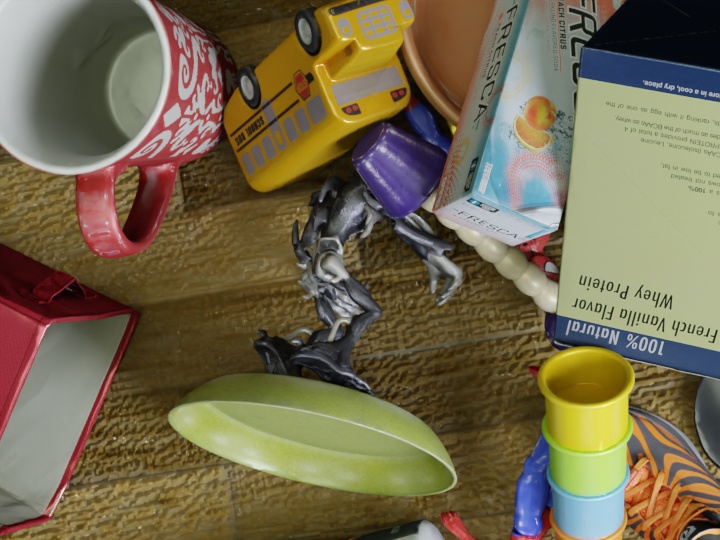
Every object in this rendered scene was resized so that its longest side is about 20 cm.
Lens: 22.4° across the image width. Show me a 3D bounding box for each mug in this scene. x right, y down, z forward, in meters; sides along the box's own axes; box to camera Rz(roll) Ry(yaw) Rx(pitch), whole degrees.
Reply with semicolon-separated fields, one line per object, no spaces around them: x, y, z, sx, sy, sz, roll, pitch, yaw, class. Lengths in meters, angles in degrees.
-0.170;-0.110;1.244;0.133;0.200;0.178;23;97;11;mug

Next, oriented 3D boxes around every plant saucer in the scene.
-0.030;0.109;1.230;0.200;0.200;0.031;8;70;13;plant saucer
0.112;-0.172;1.222;0.200;0.037;0.201;3;81;-20;plant saucer

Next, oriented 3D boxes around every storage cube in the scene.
-0.293;0.071;1.292;0.180;0.171;0.200;25;97;13;storage cube

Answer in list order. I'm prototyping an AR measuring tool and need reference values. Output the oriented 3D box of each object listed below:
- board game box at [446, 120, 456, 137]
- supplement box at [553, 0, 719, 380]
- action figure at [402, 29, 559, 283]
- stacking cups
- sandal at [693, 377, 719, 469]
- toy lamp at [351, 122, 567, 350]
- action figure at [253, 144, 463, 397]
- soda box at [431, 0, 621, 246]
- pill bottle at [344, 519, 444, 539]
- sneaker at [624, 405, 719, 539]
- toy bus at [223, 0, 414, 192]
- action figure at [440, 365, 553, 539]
0.077;-0.199;1.276;0.095;0.030;0.200;-22;84;13;board game box
0.239;-0.048;1.126;0.200;0.134;0.200;12;118;20;supplement box
0.079;-0.070;1.252;0.065;0.052;0.200;-34;103;11;action figure
0.147;0.146;1.164;0.060;0.061;0.200;2;124;13;stacking cups
0.295;0.050;1.222;0.076;0.043;0.200;40;99;9;sandal
0.078;-0.024;1.208;0.200;0.058;0.058;38;100;-18;toy lamp
0.000;0.000;1.255;0.119;0.102;0.200;-17;44;48;action figure
0.111;-0.121;1.156;0.063;0.068;0.200;21;75;-16;soda box
-0.032;0.249;1.268;0.200;0.106;0.106;-17;88;12;pill bottle
0.209;0.157;1.208;0.200;0.112;0.078;35;98;11;sneaker
-0.027;-0.120;1.215;0.065;0.200;0.078;-19;85;-28;toy bus
0.097;0.154;1.235;0.099;0.065;0.200;15;104;31;action figure
